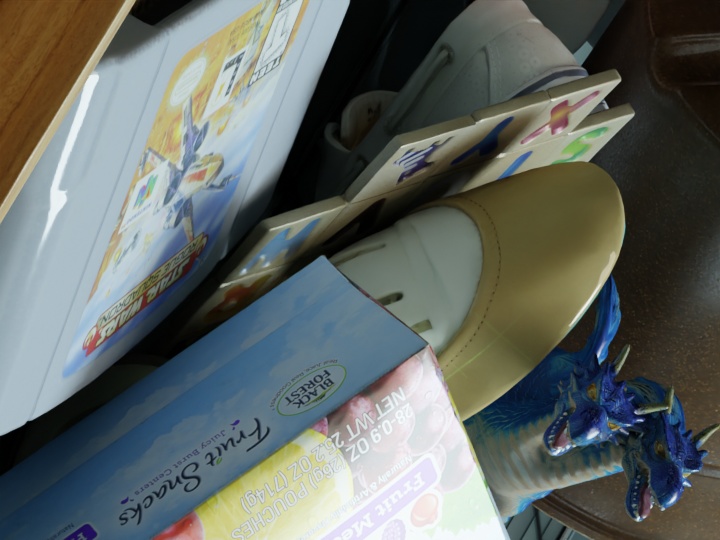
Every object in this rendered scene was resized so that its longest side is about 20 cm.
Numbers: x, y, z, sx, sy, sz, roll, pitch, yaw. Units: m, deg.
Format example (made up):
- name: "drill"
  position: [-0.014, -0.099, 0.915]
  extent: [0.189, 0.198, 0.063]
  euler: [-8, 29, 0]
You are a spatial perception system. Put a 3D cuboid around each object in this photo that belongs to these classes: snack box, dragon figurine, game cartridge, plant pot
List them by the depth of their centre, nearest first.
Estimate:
- name: "game cartridge"
  position: [-0.059, -0.035, 0.764]
  extent: [0.200, 0.041, 0.133]
  euler: [-43, 156, -58]
- name: "snack box"
  position: [-0.031, 0.123, 0.842]
  extent: [0.169, 0.068, 0.200]
  euler: [-35, 132, -13]
- name: "dragon figurine"
  position: [0.072, 0.039, 0.930]
  extent: [0.099, 0.059, 0.200]
  euler: [-28, -168, 19]
- name: "plant pot"
  position: [0.144, -0.024, 1.060]
  extent: [0.200, 0.200, 0.198]
  euler: [-52, 171, -39]

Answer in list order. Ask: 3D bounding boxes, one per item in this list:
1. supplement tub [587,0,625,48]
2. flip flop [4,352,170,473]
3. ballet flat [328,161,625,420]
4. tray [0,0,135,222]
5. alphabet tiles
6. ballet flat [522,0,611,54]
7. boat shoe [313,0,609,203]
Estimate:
- name: "supplement tub"
  position: [0.177, -0.175, 1.192]
  extent: [0.200, 0.144, 0.145]
  euler: [-52, 166, -41]
- name: "flip flop"
  position: [-0.085, 0.117, 0.881]
  extent: [0.058, 0.081, 0.200]
  euler: [-117, -143, -49]
- name: "ballet flat"
  position: [-0.004, 0.029, 0.885]
  extent: [0.200, 0.069, 0.063]
  euler: [-40, 139, 23]
- name: "tray"
  position: [-0.061, -0.096, 0.595]
  extent: [0.200, 0.037, 0.099]
  euler: [-60, 169, -7]
- name: "alphabet tiles"
  position: [0.000, 0.000, 0.928]
  extent: [0.166, 0.006, 0.200]
  euler: [-19, 161, -40]
- name: "ballet flat"
  position: [0.077, -0.169, 0.998]
  extent: [0.200, 0.069, 0.069]
  euler: [-68, 167, 17]
- name: "boat shoe"
  position: [0.017, -0.031, 1.013]
  extent: [0.071, 0.070, 0.200]
  euler: [-21, 163, -33]
